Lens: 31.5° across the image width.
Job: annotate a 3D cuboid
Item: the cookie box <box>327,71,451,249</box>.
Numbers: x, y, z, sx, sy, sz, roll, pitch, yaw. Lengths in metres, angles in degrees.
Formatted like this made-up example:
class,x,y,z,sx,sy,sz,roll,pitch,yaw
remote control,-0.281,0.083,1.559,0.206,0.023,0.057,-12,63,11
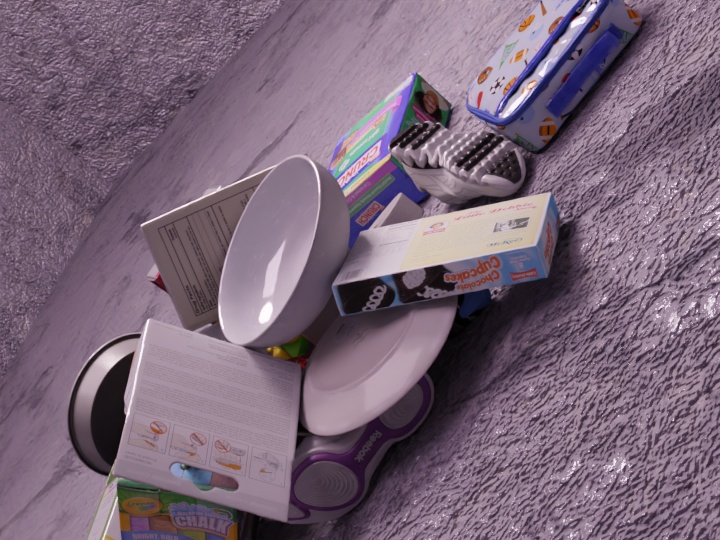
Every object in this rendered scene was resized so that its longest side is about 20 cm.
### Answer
class,x,y,z,sx,sy,sz,roll,pitch,yaw
cookie box,0.027,-0.137,1.665,0.171,0.075,0.200,-38,24,37

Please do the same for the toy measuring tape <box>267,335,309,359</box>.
class,x,y,z,sx,sy,sz,roll,pitch,yaw
toy measuring tape,-0.082,0.019,1.554,0.074,0.073,0.201,-111,34,-69

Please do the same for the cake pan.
class,x,y,z,sx,sy,sz,roll,pitch,yaw
cake pan,-0.303,0.186,1.727,0.037,0.200,0.201,12,64,43

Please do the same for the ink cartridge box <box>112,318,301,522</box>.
class,x,y,z,sx,sy,sz,roll,pitch,yaw
ink cartridge box,-0.138,0.145,1.169,0.200,0.161,0.050,-87,19,-49

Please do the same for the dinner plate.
class,x,y,z,sx,sy,sz,roll,pitch,yaw
dinner plate,0.008,0.068,1.207,0.200,0.024,0.200,-36,26,21

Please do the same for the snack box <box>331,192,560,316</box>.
class,x,y,z,sx,sy,sz,roll,pitch,yaw
snack box,0.082,-0.016,1.190,0.199,0.037,0.116,-11,24,21

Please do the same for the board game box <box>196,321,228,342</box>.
class,x,y,z,sx,sy,sz,roll,pitch,yaw
board game box,-0.157,0.167,1.446,0.200,0.026,0.201,-26,72,54

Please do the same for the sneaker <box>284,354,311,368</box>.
class,x,y,z,sx,sy,sz,roll,pitch,yaw
sneaker,-0.077,0.125,1.419,0.200,0.085,0.077,-40,23,36

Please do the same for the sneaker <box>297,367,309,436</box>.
class,x,y,z,sx,sy,sz,roll,pitch,yaw
sneaker,-0.088,0.130,1.310,0.089,0.199,0.077,74,-170,-74

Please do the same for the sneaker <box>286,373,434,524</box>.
class,x,y,z,sx,sy,sz,roll,pitch,yaw
sneaker,-0.009,0.164,1.222,0.200,0.075,0.100,-43,12,3

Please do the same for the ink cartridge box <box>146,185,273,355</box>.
class,x,y,z,sx,sy,sz,roll,pitch,yaw
ink cartridge box,-0.148,0.010,1.627,0.146,0.200,0.083,-55,15,-10

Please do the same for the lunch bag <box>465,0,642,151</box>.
class,x,y,z,sx,sy,sz,roll,pitch,yaw
lunch bag,0.210,-0.229,1.388,0.200,0.075,0.160,-53,20,4

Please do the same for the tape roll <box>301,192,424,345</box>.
class,x,y,z,sx,sy,sz,roll,pitch,yaw
tape roll,0.000,0.000,1.463,0.203,0.037,0.203,-52,4,5

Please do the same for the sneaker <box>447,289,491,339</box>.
class,x,y,z,sx,sy,sz,roll,pitch,yaw
sneaker,0.053,0.037,1.283,0.083,0.071,0.199,-52,20,-18

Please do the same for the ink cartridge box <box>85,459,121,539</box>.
class,x,y,z,sx,sy,sz,roll,pitch,yaw
ink cartridge box,-0.259,0.303,1.510,0.059,0.104,0.200,-43,20,27

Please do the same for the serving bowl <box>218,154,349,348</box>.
class,x,y,z,sx,sy,sz,roll,pitch,yaw
serving bowl,-0.067,-0.011,1.275,0.200,0.066,0.201,-42,37,42

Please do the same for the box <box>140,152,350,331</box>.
class,x,y,z,sx,sy,sz,roll,pitch,yaw
box,-0.124,-0.030,1.412,0.199,0.128,0.109,-24,1,-3

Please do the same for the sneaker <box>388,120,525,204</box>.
class,x,y,z,sx,sy,sz,roll,pitch,yaw
sneaker,0.115,-0.110,1.413,0.075,0.081,0.200,-36,32,-21

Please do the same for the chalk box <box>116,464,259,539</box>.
class,x,y,z,sx,sy,sz,roll,pitch,yaw
chalk box,-0.169,0.213,1.271,0.125,0.123,0.201,-78,-7,-54
